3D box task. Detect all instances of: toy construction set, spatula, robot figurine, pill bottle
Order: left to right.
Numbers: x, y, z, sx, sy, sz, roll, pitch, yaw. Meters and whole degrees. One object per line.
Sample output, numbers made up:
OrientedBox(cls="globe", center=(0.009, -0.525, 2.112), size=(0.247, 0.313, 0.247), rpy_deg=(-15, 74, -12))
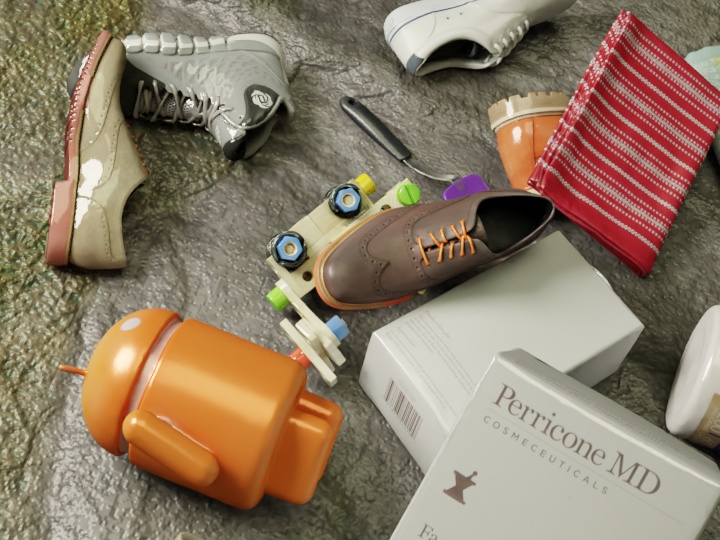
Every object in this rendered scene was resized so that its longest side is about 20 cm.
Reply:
OrientedBox(cls="robot figurine", center=(-0.116, 0.099, 0.978), size=(0.199, 0.117, 0.144), rpy_deg=(21, 54, 5))
OrientedBox(cls="toy construction set", center=(0.000, 0.000, 1.094), size=(0.200, 0.092, 0.131), rpy_deg=(-41, 96, -24))
OrientedBox(cls="spatula", center=(0.054, -0.095, 1.203), size=(0.200, 0.021, 0.056), rpy_deg=(39, 45, 19))
OrientedBox(cls="pill bottle", center=(0.352, 0.112, 1.062), size=(0.199, 0.111, 0.111), rpy_deg=(21, 54, 4))

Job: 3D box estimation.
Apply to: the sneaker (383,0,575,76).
OrientedBox(cls="sneaker", center=(0.122, -0.229, 1.290), size=(0.199, 0.073, 0.071), rpy_deg=(-18, 69, -12))

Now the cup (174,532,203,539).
OrientedBox(cls="cup", center=(-0.087, 0.284, 0.829), size=(0.200, 0.200, 0.143), rpy_deg=(42, 85, 18))

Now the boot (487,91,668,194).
OrientedBox(cls="boot", center=(0.214, -0.103, 1.221), size=(0.199, 0.075, 0.108), rpy_deg=(-6, 76, -22))

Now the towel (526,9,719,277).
OrientedBox(cls="towel", center=(0.241, -0.112, 1.187), size=(0.144, 0.022, 0.201), rpy_deg=(36, 71, -19))

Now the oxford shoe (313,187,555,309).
OrientedBox(cls="oxford shoe", center=(0.058, -0.024, 1.031), size=(0.199, 0.072, 0.072), rpy_deg=(-22, 90, -24))

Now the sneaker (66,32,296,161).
OrientedBox(cls="sneaker", center=(-0.147, -0.144, 1.170), size=(0.199, 0.075, 0.116), rpy_deg=(-11, 60, -19))

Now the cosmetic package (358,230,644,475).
OrientedBox(cls="cosmetic package", center=(0.111, 0.065, 1.069), size=(0.199, 0.081, 0.113), rpy_deg=(-25, 63, -26))

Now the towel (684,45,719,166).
OrientedBox(cls="towel", center=(0.422, -0.143, 1.293), size=(0.198, 0.048, 0.172), rpy_deg=(-5, 56, -14))

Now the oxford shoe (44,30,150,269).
OrientedBox(cls="oxford shoe", center=(-0.208, -0.096, 1.110), size=(0.074, 0.070, 0.202), rpy_deg=(10, 80, -12))

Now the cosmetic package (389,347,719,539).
OrientedBox(cls="cosmetic package", center=(0.118, 0.176, 0.889), size=(0.164, 0.165, 0.201), rpy_deg=(29, 94, 11))
